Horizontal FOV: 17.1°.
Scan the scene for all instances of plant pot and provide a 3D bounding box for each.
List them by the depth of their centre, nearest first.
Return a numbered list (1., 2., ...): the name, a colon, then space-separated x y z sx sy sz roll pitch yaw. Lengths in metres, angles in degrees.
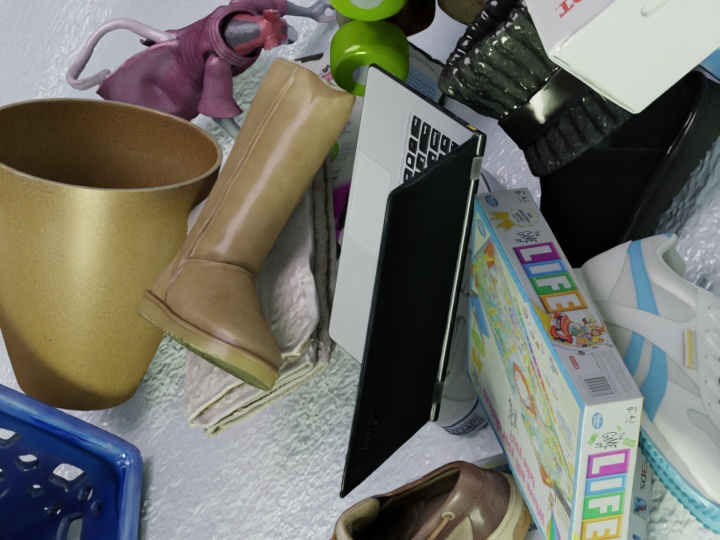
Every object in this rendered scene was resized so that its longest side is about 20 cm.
1. plant pot: -0.290 0.212 1.736 0.179 0.199 0.201 -35 41 41
2. plant pot: -0.204 -0.004 1.794 0.186 0.185 0.201 -136 48 -55

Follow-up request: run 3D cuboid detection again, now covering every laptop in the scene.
1. laptop: 0.000 0.000 1.416 0.200 0.115 0.189 38 126 50

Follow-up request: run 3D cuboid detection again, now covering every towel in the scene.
1. towel: -0.072 0.007 1.637 0.132 0.034 0.201 -33 44 32

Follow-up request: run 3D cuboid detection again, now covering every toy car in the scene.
1. toy car: 0.078 -0.221 1.615 0.198 0.158 0.165 0 56 1

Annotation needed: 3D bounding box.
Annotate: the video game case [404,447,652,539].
1. video game case: 0.087 0.191 1.413 0.199 0.022 0.184 -21 50 44

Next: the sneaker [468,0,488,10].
1. sneaker: 0.133 -0.191 1.506 0.113 0.200 0.071 -51 5 3

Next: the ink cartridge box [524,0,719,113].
1. ink cartridge box: 0.152 -0.210 1.327 0.145 0.084 0.201 -40 45 24

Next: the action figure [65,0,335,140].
1. action figure: -0.113 -0.177 1.847 0.200 0.148 0.135 -23 39 61

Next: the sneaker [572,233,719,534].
1. sneaker: 0.179 0.058 1.345 0.080 0.077 0.201 -27 51 3

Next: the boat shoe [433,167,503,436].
1. boat shoe: 0.045 0.004 1.549 0.074 0.086 0.203 -25 47 40

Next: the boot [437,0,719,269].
1. boot: 0.106 -0.068 1.446 0.212 0.157 0.080 -58 19 13

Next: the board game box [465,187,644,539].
1. board game box: 0.106 0.064 1.362 0.200 0.034 0.135 -113 20 -50

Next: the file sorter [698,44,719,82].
1. file sorter: 0.264 -0.197 1.373 0.201 0.138 0.123 -56 38 5

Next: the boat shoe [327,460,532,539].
1. boat shoe: 0.011 0.163 1.448 0.199 0.072 0.073 -28 45 39

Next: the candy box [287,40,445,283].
1. candy box: -0.022 -0.059 1.704 0.136 0.061 0.201 -6 62 49

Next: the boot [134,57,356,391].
1. boot: -0.062 -0.035 1.572 0.201 0.066 0.175 -59 35 -2
